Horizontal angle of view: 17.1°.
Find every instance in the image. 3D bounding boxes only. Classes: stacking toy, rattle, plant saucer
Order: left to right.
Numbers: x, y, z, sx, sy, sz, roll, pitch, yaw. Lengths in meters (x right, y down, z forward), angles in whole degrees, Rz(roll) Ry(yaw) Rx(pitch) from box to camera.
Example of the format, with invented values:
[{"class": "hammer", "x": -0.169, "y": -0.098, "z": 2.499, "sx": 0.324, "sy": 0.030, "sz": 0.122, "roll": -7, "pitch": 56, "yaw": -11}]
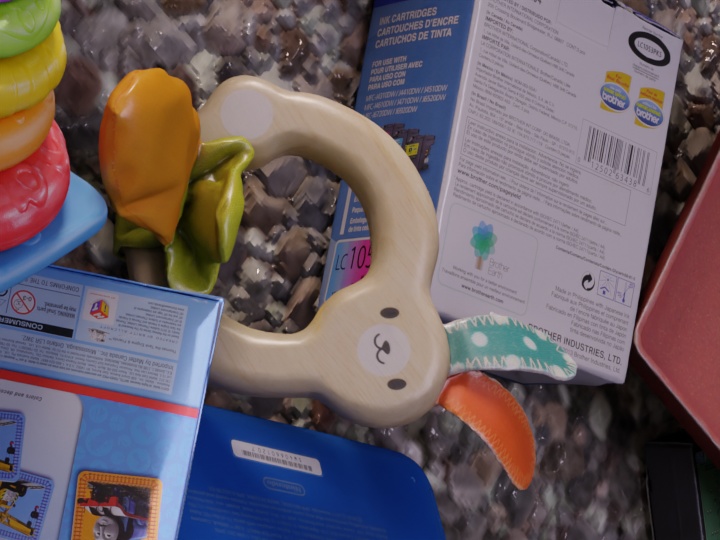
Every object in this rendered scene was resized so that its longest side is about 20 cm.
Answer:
[{"class": "stacking toy", "x": -0.137, "y": -0.093, "z": 0.797, "sx": 0.110, "sy": 0.116, "sz": 0.200, "roll": -33, "pitch": 150, "yaw": -48}, {"class": "rattle", "x": 0.000, "y": 0.000, "z": 0.917, "sx": 0.200, "sy": 0.143, "sz": 0.130, "roll": 42, "pitch": 63, "yaw": 9}, {"class": "plant saucer", "x": 0.210, "y": 0.031, "z": 1.176, "sx": 0.200, "sy": 0.037, "sz": 0.200, "roll": 48, "pitch": 51, "yaw": -25}]

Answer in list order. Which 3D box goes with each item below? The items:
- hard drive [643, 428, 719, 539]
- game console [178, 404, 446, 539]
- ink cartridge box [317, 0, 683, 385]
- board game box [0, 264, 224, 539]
[{"class": "hard drive", "x": 0.228, "y": 0.136, "z": 1.235, "sx": 0.200, "sy": 0.038, "sz": 0.140, "roll": -13, "pitch": 97, "yaw": -42}, {"class": "game console", "x": -0.059, "y": 0.159, "z": 0.987, "sx": 0.200, "sy": 0.118, "sz": 0.171, "roll": 18, "pitch": 46, "yaw": -41}, {"class": "ink cartridge box", "x": 0.067, "y": -0.060, "z": 1.069, "sx": 0.136, "sy": 0.076, "sz": 0.200, "roll": 21, "pitch": 77, "yaw": -40}, {"class": "board game box", "x": -0.141, "y": 0.094, "z": 0.856, "sx": 0.151, "sy": 0.037, "sz": 0.200, "roll": 12, "pitch": 78, "yaw": -9}]
